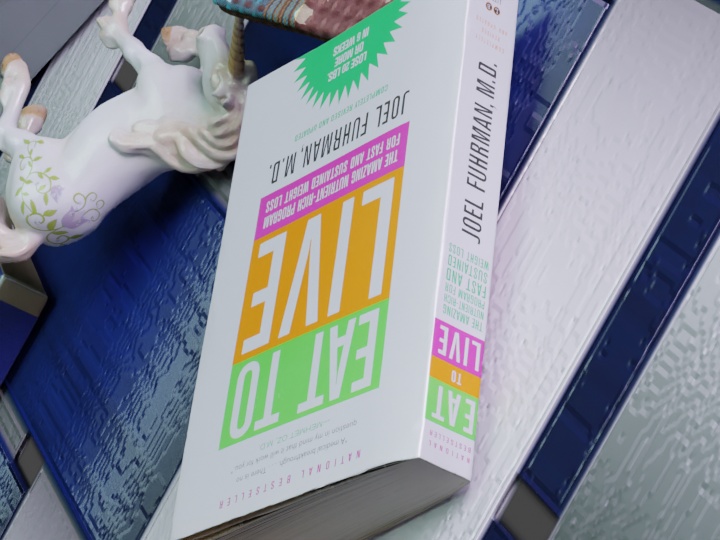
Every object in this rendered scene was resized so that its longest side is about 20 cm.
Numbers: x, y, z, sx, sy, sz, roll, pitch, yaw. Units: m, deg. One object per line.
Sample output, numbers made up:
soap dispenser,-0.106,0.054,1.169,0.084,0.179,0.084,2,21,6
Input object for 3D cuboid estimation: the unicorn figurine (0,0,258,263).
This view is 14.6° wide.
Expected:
unicorn figurine,-0.106,-0.070,1.281,0.200,0.074,0.138,-46,38,21

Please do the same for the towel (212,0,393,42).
towel,0.026,-0.184,1.129,0.146,0.022,0.201,20,84,44

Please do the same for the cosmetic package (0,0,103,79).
cosmetic package,-0.209,-0.229,1.486,0.199,0.199,0.124,-41,36,43

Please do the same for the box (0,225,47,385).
box,-0.229,0.070,1.444,0.201,0.032,0.121,-58,25,11

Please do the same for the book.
book,0.000,0.000,1.026,0.133,0.048,0.201,-27,47,45
